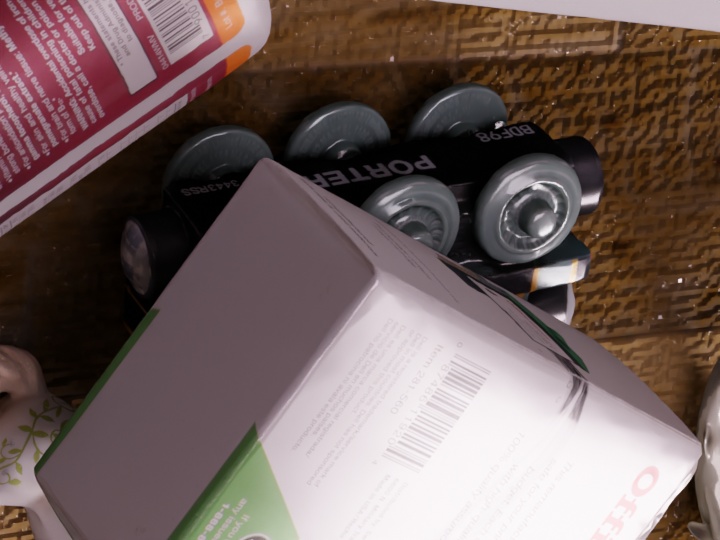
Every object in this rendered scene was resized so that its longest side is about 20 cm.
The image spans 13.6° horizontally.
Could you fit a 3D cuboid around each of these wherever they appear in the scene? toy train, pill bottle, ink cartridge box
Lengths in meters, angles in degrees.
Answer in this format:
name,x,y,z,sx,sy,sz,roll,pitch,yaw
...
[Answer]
name,x,y,z,sx,sy,sz,roll,pitch,yaw
toy train,0.000,0.000,1.147,0.199,0.085,0.114,-11,127,-27
pill bottle,-0.137,-0.067,1.021,0.200,0.110,0.110,-36,123,-12
ink cartridge box,0.007,0.069,1.084,0.200,0.084,0.146,28,103,-45

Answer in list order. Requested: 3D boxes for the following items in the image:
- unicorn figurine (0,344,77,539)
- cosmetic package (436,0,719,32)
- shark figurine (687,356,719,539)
name,x,y,z,sx,sy,sz,roll,pitch,yaw
unicorn figurine,-0.099,0.108,1.134,0.137,0.074,0.200,-43,122,-11
cosmetic package,0.070,-0.198,1.010,0.199,0.168,0.166,4,149,-30
shark figurine,0.187,0.099,1.303,0.089,0.128,0.215,-35,107,-42
